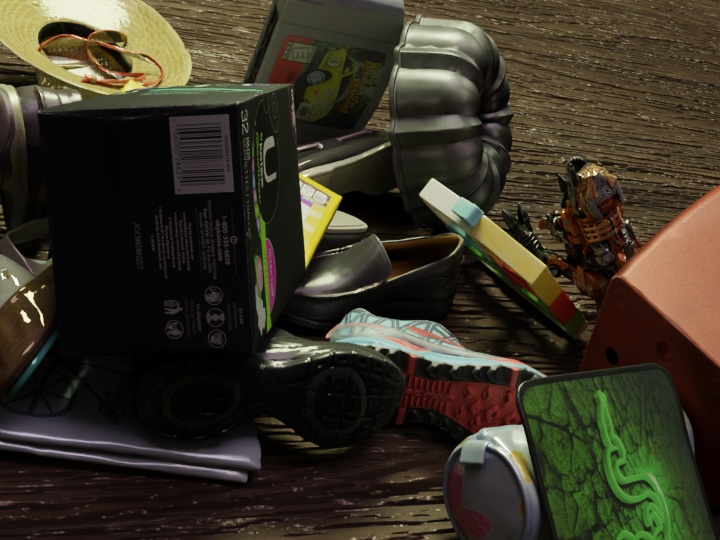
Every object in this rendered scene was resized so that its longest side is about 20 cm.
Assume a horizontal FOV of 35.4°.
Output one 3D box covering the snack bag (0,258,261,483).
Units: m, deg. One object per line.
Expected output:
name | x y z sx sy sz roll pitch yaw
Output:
snack bag | -0.169 0.061 0.780 0.185 0.022 0.201 10 32 -20

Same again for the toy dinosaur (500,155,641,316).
toy dinosaur | 0.194 -0.016 0.974 0.101 0.203 0.136 -16 37 -25

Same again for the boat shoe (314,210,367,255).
boat shoe | -0.083 -0.024 0.944 0.198 0.058 0.067 0 24 -39

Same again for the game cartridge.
game cartridge | -0.039 -0.186 1.067 0.131 0.201 0.041 1 47 -27

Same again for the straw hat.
straw hat | -0.258 -0.184 1.040 0.198 0.086 0.203 17 37 -13

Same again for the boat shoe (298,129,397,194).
boat shoe | -0.016 -0.105 1.070 0.198 0.067 0.057 -20 55 -43

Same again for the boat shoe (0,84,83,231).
boat shoe | -0.218 -0.073 0.790 0.072 0.200 0.076 -10 83 -16

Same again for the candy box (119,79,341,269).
candy box | -0.117 -0.071 0.885 0.198 0.027 0.103 28 42 -3

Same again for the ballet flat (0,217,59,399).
ballet flat | -0.211 0.008 0.735 0.072 0.068 0.201 44 26 -12

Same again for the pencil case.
pencil case | 0.149 0.138 0.787 0.198 0.092 0.082 -11 18 -39

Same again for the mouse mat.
mouse mat | 0.181 0.163 0.743 0.159 0.007 0.203 -3 74 -38

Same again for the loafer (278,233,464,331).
loafer | 0.000 0.000 0.927 0.197 0.073 0.073 -5 40 -36

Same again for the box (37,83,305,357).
box | -0.111 -0.042 0.735 0.122 0.151 0.200 -1 12 5

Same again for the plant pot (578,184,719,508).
plant pot | 0.287 0.070 0.895 0.174 0.202 0.200 -16 45 -30

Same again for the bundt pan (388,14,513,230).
bundt pan | 0.094 -0.140 1.068 0.074 0.205 0.202 1 24 23

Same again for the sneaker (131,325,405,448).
sneaker | -0.060 0.064 0.760 0.197 0.077 0.091 10 22 -29

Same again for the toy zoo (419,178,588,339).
toy zoo | 0.122 -0.012 0.965 0.131 0.021 0.200 41 1 29

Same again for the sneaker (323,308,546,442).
sneaker | 0.069 0.072 0.854 0.197 0.080 0.096 17 29 -8
